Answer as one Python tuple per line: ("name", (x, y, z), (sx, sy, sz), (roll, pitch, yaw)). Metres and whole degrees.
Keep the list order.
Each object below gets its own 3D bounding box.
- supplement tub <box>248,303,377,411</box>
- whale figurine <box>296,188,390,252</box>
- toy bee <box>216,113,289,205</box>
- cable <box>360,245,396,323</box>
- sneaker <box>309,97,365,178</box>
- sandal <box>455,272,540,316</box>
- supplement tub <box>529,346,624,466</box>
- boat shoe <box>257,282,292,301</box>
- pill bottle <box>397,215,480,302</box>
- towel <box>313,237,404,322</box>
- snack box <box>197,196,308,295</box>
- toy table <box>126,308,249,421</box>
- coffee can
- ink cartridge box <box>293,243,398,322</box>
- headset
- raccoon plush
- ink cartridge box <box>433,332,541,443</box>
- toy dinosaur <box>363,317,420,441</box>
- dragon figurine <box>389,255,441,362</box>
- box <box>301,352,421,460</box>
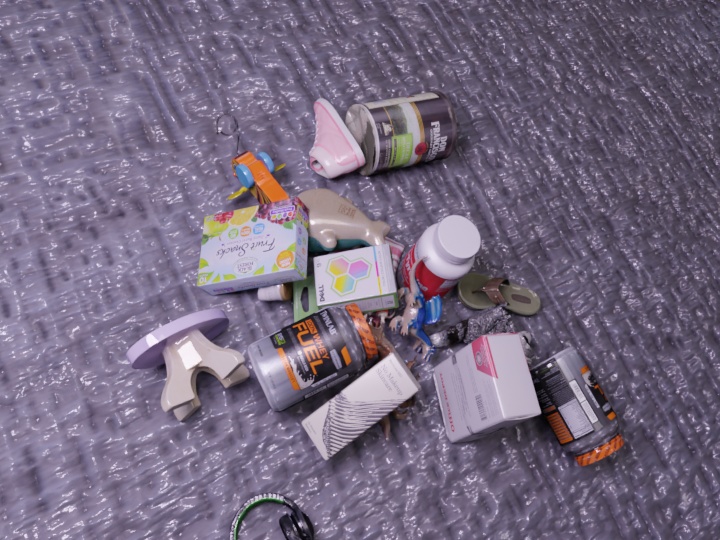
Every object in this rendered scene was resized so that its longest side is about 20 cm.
("supplement tub", (-0.079, 0.141, 1.086), (0.198, 0.123, 0.124), (-26, 75, -10))
("whale figurine", (-0.044, -0.077, 1.241), (0.197, 0.105, 0.160), (17, 39, 1))
("toy bee", (-0.207, -0.194, 1.257), (0.129, 0.109, 0.203), (-13, 82, -22))
("cable", (0.033, 0.016, 1.238), (0.095, 0.050, 0.203), (13, 65, -6))
("sneaker", (-0.077, -0.273, 1.351), (0.104, 0.076, 0.202), (-30, 60, -2))
("sandal", (0.290, 0.043, 1.337), (0.197, 0.057, 0.081), (9, 64, -14))
("supplement tub", (0.411, 0.261, 1.241), (0.121, 0.123, 0.202), (-21, 75, -25))
("boat shoe", (-0.167, -0.033, 1.217), (0.068, 0.071, 0.203), (-9, 53, 9))
("pill bottle", (0.151, -0.020, 1.238), (0.110, 0.200, 0.114), (7, 64, -14))
("towel", (0.000, 0.000, 1.278), (0.144, 0.030, 0.202), (24, 61, -7))
("snack box", (-0.193, -0.042, 1.162), (0.197, 0.053, 0.145), (-10, 65, 20))
("toy table", (-0.269, 0.149, 1.049), (0.199, 0.184, 0.118), (-22, 71, -48))
("coffee can", (0.084, -0.293, 1.372), (0.197, 0.147, 0.148), (-15, 72, -23))
("ink cartridge box", (-0.033, 0.025, 1.180), (0.196, 0.060, 0.105), (-10, 56, 4))
("headset", (-0.114, 0.433, 1.009), (0.198, 0.094, 0.124), (30, 61, 10))
("raccoon plush", (0.245, 0.154, 1.280), (0.197, 0.097, 0.136), (-23, 88, 6))
("ink cartridge box", (0.219, 0.214, 1.155), (0.083, 0.200, 0.148), (-1, 67, -24))
("toy dinosaur", (0.034, 0.200, 1.174), (0.133, 0.086, 0.204), (13, 75, -3))
("dragon figurine", (0.112, 0.070, 1.209), (0.098, 0.058, 0.204), (3, 98, -43))
("box", (0.003, 0.230, 1.101), (0.199, 0.068, 0.083), (-39, 78, 4))
